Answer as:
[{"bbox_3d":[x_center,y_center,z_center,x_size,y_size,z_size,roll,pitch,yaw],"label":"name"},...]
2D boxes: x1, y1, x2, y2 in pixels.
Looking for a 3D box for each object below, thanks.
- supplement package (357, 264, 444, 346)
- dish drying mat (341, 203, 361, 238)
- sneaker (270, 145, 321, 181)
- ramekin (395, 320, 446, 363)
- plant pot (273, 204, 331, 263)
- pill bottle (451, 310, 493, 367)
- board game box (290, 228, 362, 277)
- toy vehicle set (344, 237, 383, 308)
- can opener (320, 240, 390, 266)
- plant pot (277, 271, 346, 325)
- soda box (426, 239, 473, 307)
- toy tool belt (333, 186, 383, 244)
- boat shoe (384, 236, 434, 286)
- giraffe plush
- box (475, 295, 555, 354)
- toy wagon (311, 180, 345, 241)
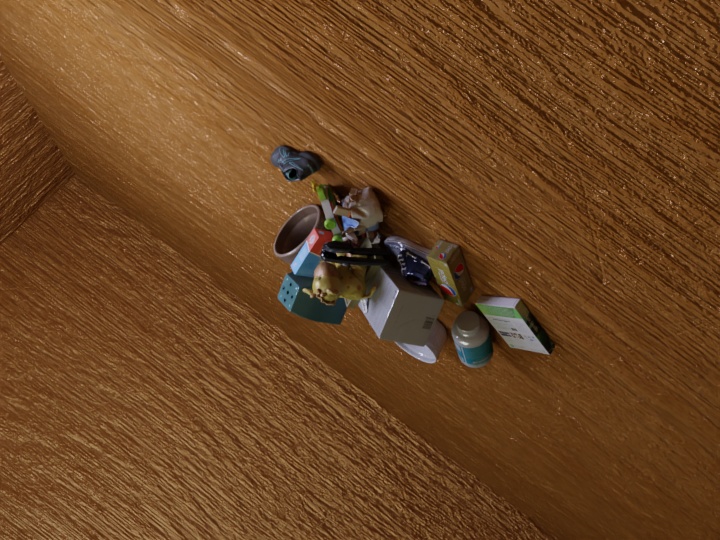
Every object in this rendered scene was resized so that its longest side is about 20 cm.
[{"bbox_3d":[0.110,0.090,1.636,0.150,0.152,0.200,13,-161,-24],"label":"supplement package"},{"bbox_3d":[-0.030,-0.133,1.746,0.077,0.018,0.200,35,160,10],"label":"dish drying mat"},{"bbox_3d":[-0.197,-0.293,1.598,0.199,0.079,0.076,17,152,46],"label":"sneaker"},{"bbox_3d":[0.203,0.217,1.985,0.200,0.105,0.200,33,160,14],"label":"ramekin"},{"bbox_3d":[-0.144,-0.080,1.822,0.174,0.201,0.200,39,162,-33],"label":"plant pot"},{"bbox_3d":[0.334,0.201,1.725,0.110,0.111,0.200,24,156,32],"label":"pill bottle"},{"bbox_3d":[-0.088,-0.042,1.737,0.199,0.153,0.040,9,-142,-39],"label":"board game box"},{"bbox_3d":[0.000,0.000,1.702,0.026,0.125,0.200,12,128,-25],"label":"toy vehicle set"},{"bbox_3d":[-0.012,-0.039,1.557,0.199,0.064,0.079,10,-179,-21],"label":"can opener"},{"bbox_3d":[-0.153,0.079,1.865,0.199,0.142,0.141,6,-156,-42],"label":"plant pot"},{"bbox_3d":[0.241,0.009,1.537,0.068,0.064,0.200,22,154,36],"label":"soda box"},{"bbox_3d":[-0.016,-0.134,1.553,0.200,0.122,0.125,94,156,-65],"label":"toy tool belt"},{"bbox_3d":[0.129,-0.027,1.604,0.199,0.093,0.075,21,154,37],"label":"boat shoe"},{"bbox_3d":[-0.071,0.032,1.609,0.172,0.162,0.201,-42,63,42],"label":"giraffe plush"},{"bbox_3d":[0.422,0.147,1.577,0.200,0.036,0.144,47,158,-26],"label":"box"},{"bbox_3d":[-0.085,-0.172,1.606,0.200,0.039,0.156,67,-171,-49],"label":"toy wagon"}]
